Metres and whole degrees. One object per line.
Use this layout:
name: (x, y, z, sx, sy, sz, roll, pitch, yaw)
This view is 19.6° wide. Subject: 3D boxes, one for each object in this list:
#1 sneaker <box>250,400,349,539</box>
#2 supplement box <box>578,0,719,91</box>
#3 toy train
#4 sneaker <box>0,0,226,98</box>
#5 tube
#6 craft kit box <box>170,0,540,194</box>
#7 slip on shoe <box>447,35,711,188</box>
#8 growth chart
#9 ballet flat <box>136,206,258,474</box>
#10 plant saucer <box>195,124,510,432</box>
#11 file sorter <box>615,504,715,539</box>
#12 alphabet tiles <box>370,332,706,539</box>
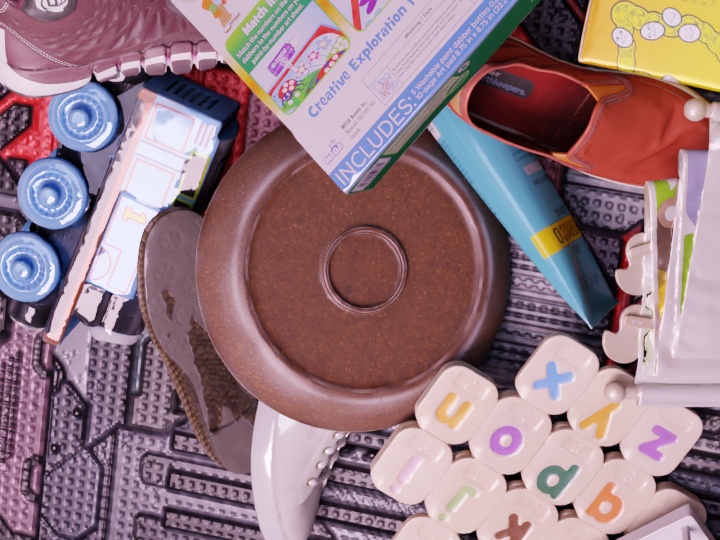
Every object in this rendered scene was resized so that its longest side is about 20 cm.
sneaker: (-0.018, 0.087, 1.322, 0.084, 0.073, 0.201, 10, 102, 15)
supplement box: (0.237, -0.155, 1.191, 0.199, 0.109, 0.110, 14, 104, 12)
toy train: (-0.157, -0.042, 1.329, 0.114, 0.087, 0.201, 24, 106, 3)
sneaker: (-0.132, -0.176, 1.248, 0.199, 0.116, 0.076, -18, 53, -9)
tube: (0.092, -0.054, 1.271, 0.050, 0.077, 0.200, -36, 87, 27)
craft kit box: (-0.003, -0.181, 1.150, 0.198, 0.048, 0.200, 47, 111, 11)
slip on shoe: (0.134, -0.087, 1.228, 0.199, 0.061, 0.074, 18, 115, -19)
growth chart: (0.223, -0.007, 1.242, 0.144, 0.018, 0.201, 9, 104, -12)
ballet flat: (-0.101, 0.043, 1.322, 0.067, 0.046, 0.200, -29, 125, -17)
plant saucer: (0.000, 0.000, 1.275, 0.199, 0.034, 0.201, 0, 91, -13)
file sorter: (0.153, 0.268, 1.270, 0.200, 0.125, 0.139, -30, 112, 17)
alphabet tiles: (0.111, 0.138, 1.296, 0.200, 0.015, 0.196, 30, 108, -14)
